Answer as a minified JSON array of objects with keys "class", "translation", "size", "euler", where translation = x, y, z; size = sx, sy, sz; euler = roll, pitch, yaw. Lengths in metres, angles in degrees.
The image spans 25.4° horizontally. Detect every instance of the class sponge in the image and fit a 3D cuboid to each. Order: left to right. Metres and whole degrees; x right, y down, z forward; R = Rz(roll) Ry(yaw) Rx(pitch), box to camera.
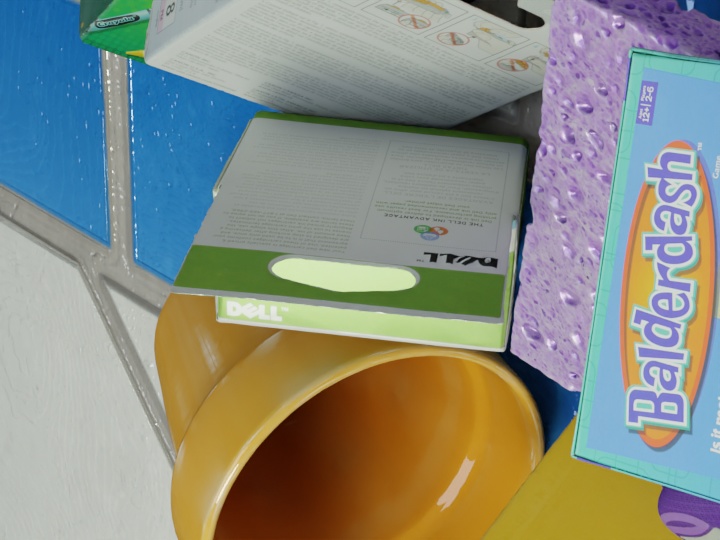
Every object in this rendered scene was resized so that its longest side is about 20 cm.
[{"class":"sponge","translation":[0.120,-0.018,0.678],"size":[0.111,0.030,0.202],"euler":[35,140,34]}]

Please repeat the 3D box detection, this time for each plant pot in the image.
[{"class":"plant pot","translation":[-0.028,0.079,0.889],"size":[0.183,0.198,0.202],"euler":[49,140,49]}]

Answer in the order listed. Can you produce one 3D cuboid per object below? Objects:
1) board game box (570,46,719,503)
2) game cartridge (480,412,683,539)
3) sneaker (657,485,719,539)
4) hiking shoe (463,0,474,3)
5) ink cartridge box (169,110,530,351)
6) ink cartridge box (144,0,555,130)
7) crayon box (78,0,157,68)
[{"class":"board game box","translation":[0.171,0.012,0.530],"size":[0.199,0.045,0.154],"euler":[15,101,41]},{"class":"game cartridge","translation":[0.148,0.148,0.715],"size":[0.199,0.177,0.033],"euler":[30,164,41]},{"class":"sneaker","translation":[0.181,0.147,0.631],"size":[0.084,0.080,0.200],"euler":[-50,46,4]},{"class":"hiking shoe","translation":[0.038,-0.180,0.755],"size":[0.200,0.100,0.076],"euler":[-42,72,50]},{"class":"ink cartridge box","translation":[0.000,0.000,0.751],"size":[0.146,0.201,0.077],"euler":[6,117,6]},{"class":"ink cartridge box","translation":[0.013,-0.121,0.761],"size":[0.199,0.161,0.058],"euler":[-23,57,50]},{"class":"crayon box","translation":[-0.097,-0.226,0.860],"size":[0.118,0.058,0.202],"euler":[-34,49,45]}]
